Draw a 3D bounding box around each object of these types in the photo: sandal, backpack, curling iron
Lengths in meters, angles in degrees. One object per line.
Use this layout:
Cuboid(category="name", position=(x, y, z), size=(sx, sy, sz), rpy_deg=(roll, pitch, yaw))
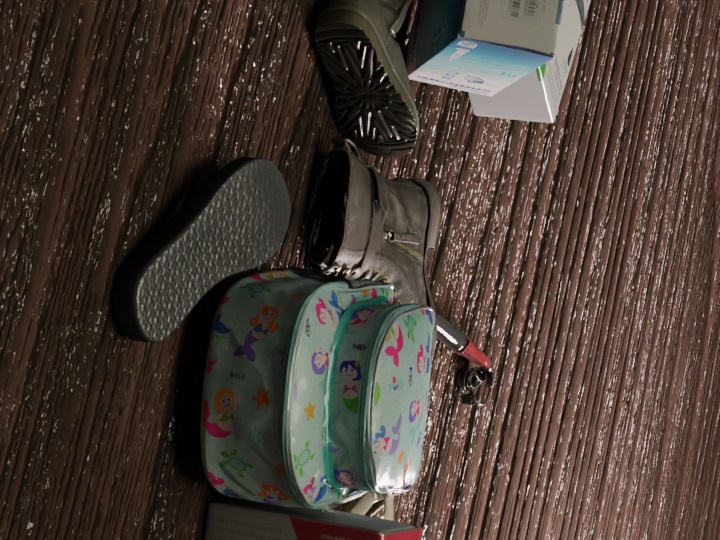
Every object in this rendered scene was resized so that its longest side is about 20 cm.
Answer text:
Cuboid(category="sandal", position=(-0.113, -0.022, 1.598), size=(0.200, 0.043, 0.077), rpy_deg=(-39, 127, -48))
Cuboid(category="backpack", position=(-0.034, 0.088, 1.696), size=(0.200, 0.149, 0.179), rpy_deg=(5, 91, -64))
Cuboid(category="curling iron", position=(0.092, 0.077, 2.183), size=(0.200, 0.025, 0.050), rpy_deg=(54, 44, -61))

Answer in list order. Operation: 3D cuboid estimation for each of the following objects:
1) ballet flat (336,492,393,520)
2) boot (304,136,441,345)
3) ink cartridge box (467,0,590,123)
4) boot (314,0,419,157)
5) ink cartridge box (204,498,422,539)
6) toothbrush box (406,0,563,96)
Cuboid(category="ballet flat", position=(-0.017, 0.200, 1.867), size=(0.200, 0.075, 0.068), rpy_deg=(-43, 137, -59))
Cuboid(category="boot", position=(0.000, 0.000, 1.879), size=(0.174, 0.069, 0.202), rpy_deg=(7, 86, -64))
Cuboid(category="ink cartridge box", position=(0.155, -0.261, 2.154), size=(0.147, 0.082, 0.201), rpy_deg=(68, 35, -54))
Cuboid(category="boot", position=(0.027, -0.218, 1.871), size=(0.182, 0.072, 0.201), rpy_deg=(75, 23, -50))
Cuboid(category="ink cartridge box", position=(-0.045, 0.278, 1.719), size=(0.083, 0.144, 0.202), rpy_deg=(5, 93, -69))
Cuboid(category="toothbrush box", position=(0.106, -0.235, 1.911), size=(0.200, 0.085, 0.148), rpy_deg=(156, -56, -76))
